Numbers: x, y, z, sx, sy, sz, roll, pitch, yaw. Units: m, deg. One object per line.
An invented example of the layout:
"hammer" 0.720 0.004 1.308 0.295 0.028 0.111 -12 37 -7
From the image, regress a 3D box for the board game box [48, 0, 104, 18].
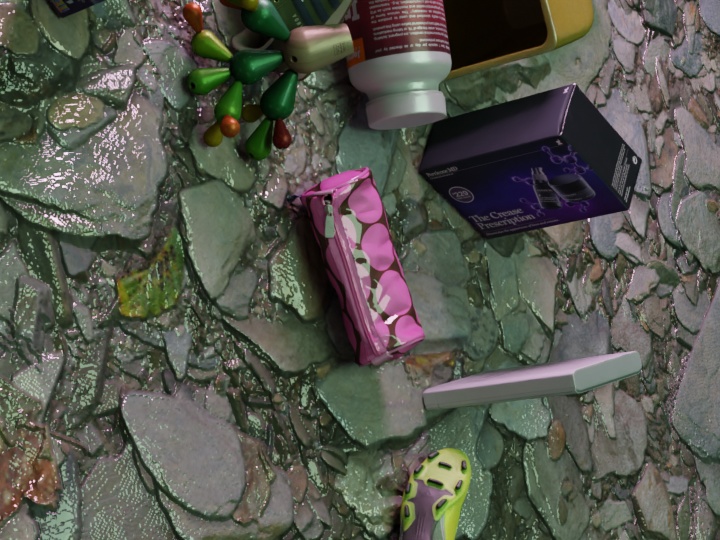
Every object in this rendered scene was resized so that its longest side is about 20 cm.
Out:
"board game box" -0.182 -0.322 1.532 0.057 0.165 0.200 55 46 -23

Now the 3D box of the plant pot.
"plant pot" 0.159 -0.329 1.915 0.200 0.195 0.195 -19 95 -56

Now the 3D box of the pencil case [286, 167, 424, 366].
"pencil case" 0.000 0.000 1.727 0.094 0.090 0.201 -69 139 -80

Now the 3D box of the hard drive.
"hard drive" 0.185 0.119 1.819 0.132 0.200 0.027 -11 90 -49

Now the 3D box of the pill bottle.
"pill bottle" 0.036 -0.258 1.806 0.113 0.113 0.201 -3 83 -49

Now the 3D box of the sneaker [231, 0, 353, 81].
"sneaker" -0.060 -0.279 1.663 0.090 0.200 0.067 12 36 -28

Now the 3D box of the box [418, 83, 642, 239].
"box" 0.188 -0.118 1.878 0.141 0.200 0.079 44 52 -32

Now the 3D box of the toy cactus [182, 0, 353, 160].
"toy cactus" -0.088 -0.205 1.629 0.164 0.102 0.201 -16 109 -7

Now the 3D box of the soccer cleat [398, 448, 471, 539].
"soccer cleat" 0.072 0.280 1.776 0.084 0.064 0.201 77 25 -50
